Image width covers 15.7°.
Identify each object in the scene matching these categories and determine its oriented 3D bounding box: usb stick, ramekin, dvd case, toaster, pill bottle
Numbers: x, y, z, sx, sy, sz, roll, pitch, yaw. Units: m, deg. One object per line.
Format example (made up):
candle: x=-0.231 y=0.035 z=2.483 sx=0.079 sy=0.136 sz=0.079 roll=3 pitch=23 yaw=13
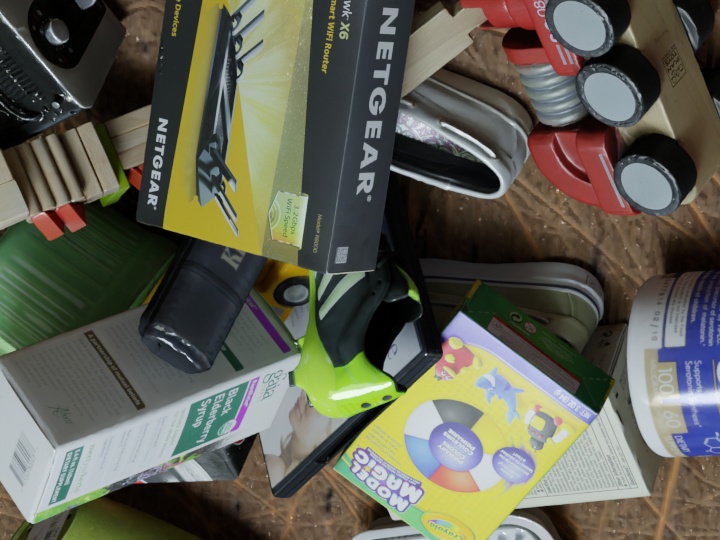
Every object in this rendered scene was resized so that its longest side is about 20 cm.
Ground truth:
usb stick: x=-0.083 y=-0.019 z=1.680 sx=0.055 sy=0.201 sz=0.033 roll=35 pitch=144 yaw=-11
ramekin: x=-0.222 y=0.034 z=1.791 sx=0.097 sy=0.200 sz=0.200 roll=37 pitch=133 yaw=-2
dvd case: x=-0.019 y=0.046 z=1.763 sx=0.017 sy=0.143 sz=0.200 roll=8 pitch=144 yaw=-34
toaster: x=-0.275 y=-0.160 z=1.690 sx=0.199 sy=0.119 sz=0.181 roll=-24 pitch=117 yaw=35
pill bottle: x=0.280 y=0.056 z=1.657 sx=0.199 sy=0.120 sz=0.120 roll=-5 pitch=127 yaw=25

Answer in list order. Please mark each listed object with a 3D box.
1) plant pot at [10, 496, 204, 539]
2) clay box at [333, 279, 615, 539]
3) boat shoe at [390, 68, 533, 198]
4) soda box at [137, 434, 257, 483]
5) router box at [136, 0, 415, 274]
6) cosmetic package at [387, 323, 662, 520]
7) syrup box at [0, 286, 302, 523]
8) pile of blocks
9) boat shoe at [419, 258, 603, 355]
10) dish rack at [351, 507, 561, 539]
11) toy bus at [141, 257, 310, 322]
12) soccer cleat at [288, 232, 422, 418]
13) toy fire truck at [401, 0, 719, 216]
plant pot: x=-0.171 y=0.259 z=1.962 sx=0.187 sy=0.188 sz=0.200 roll=-29 pitch=117 yaw=38
clay box: x=0.067 y=0.112 z=1.740 sx=0.115 sy=0.048 sz=0.200 roll=36 pitch=126 yaw=-1
boat shoe: x=0.010 y=-0.097 z=1.665 sx=0.199 sy=0.069 sz=0.072 roll=24 pitch=134 yaw=0
soda box: x=-0.178 y=0.114 z=1.930 sx=0.199 sy=0.063 sz=0.071 roll=-4 pitch=127 yaw=26
router box: x=-0.052 y=-0.111 z=1.591 sx=0.157 sy=0.052 sz=0.201 roll=14 pitch=101 yaw=35
cosmetic package: x=0.102 y=0.106 z=1.804 sx=0.199 sy=0.073 sz=0.104 roll=-7 pitch=126 yaw=27
syrup box: x=-0.141 y=0.079 z=1.670 sx=0.082 sy=0.199 sz=0.079 roll=52 pitch=140 yaw=24
pile of blocks: x=-0.193 y=-0.053 z=1.692 sx=0.082 sy=0.199 sz=0.062 roll=-29 pitch=83 yaw=46
boat shoe: x=0.066 y=0.034 z=1.761 sx=0.199 sy=0.062 sz=0.072 roll=-7 pitch=126 yaw=28
dish rack: x=0.099 y=0.248 z=1.950 sx=0.171 sy=0.044 sz=0.201 roll=-9 pitch=125 yaw=29
toy bus: x=-0.101 y=0.029 z=1.795 sx=0.078 sy=0.065 sz=0.200 roll=15 pitch=132 yaw=-27
soccer cleat: x=0.000 y=0.000 z=1.680 sx=0.081 sy=0.201 sz=0.068 roll=-11 pitch=152 yaw=22
toy fire truck: x=0.107 y=-0.115 z=1.591 sx=0.199 sy=0.129 sz=0.177 roll=2 pitch=129 yaw=42
